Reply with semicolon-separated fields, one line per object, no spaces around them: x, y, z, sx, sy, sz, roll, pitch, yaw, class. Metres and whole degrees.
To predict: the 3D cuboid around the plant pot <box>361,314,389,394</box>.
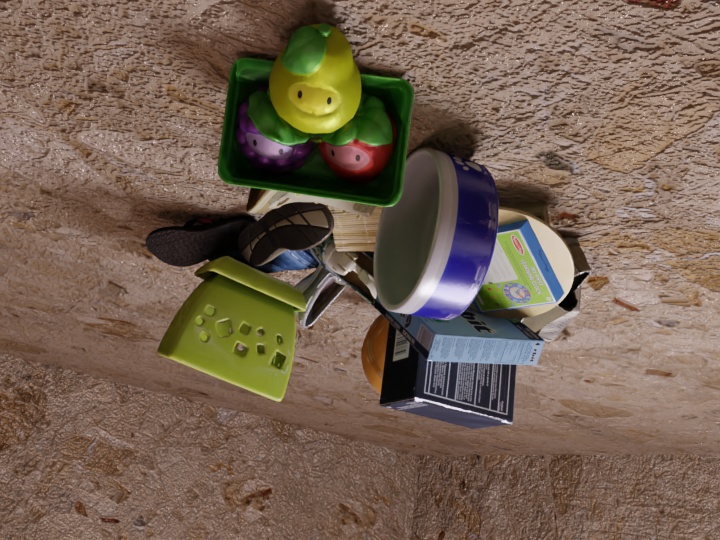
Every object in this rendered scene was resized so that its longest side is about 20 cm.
0.113;0.131;1.527;0.197;0.203;0.184;10;146;-6;plant pot

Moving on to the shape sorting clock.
0.197;-0.009;1.120;0.197;0.039;0.202;15;138;14;shape sorting clock

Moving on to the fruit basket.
-0.046;-0.157;0.834;0.212;0.158;0.216;8;179;0;fruit basket

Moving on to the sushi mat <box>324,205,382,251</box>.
0.045;-0.065;1.163;0.197;0.012;0.097;1;127;24;sushi mat

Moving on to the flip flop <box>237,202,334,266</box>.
-0.112;-0.060;1.233;0.199;0.082;0.057;-24;179;43;flip flop

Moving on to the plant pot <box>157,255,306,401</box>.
-0.205;0.090;1.324;0.197;0.184;0.200;24;168;-18;plant pot

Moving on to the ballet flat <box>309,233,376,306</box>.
0.000;0.000;1.255;0.199;0.075;0.074;36;156;-7;ballet flat

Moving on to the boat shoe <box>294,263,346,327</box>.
-0.045;0.019;1.349;0.201;0.065;0.074;-39;155;31;boat shoe

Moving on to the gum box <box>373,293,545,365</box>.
0.144;0.078;1.187;0.197;0.045;0.170;7;-160;-29;gum box

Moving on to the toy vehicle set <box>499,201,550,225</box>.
0.177;-0.034;1.156;0.197;0.027;0.126;-2;126;26;toy vehicle set

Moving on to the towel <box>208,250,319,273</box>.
-0.168;-0.029;1.370;0.197;0.049;0.111;-3;157;31;towel

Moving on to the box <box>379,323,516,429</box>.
0.150;0.144;1.339;0.196;0.203;0.123;18;158;-24;box

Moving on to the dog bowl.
0.088;-0.043;0.990;0.078;0.204;0.200;11;161;-19;dog bowl

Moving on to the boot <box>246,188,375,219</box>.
-0.061;-0.108;1.071;0.152;0.073;0.200;13;160;-23;boot

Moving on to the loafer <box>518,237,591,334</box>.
0.284;0.045;1.220;0.074;0.070;0.202;-7;135;-33;loafer

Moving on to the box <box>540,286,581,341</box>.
0.323;0.064;1.406;0.081;0.070;0.200;7;161;3;box

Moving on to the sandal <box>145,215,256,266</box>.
-0.254;-0.055;1.319;0.197;0.045;0.076;-9;127;10;sandal
